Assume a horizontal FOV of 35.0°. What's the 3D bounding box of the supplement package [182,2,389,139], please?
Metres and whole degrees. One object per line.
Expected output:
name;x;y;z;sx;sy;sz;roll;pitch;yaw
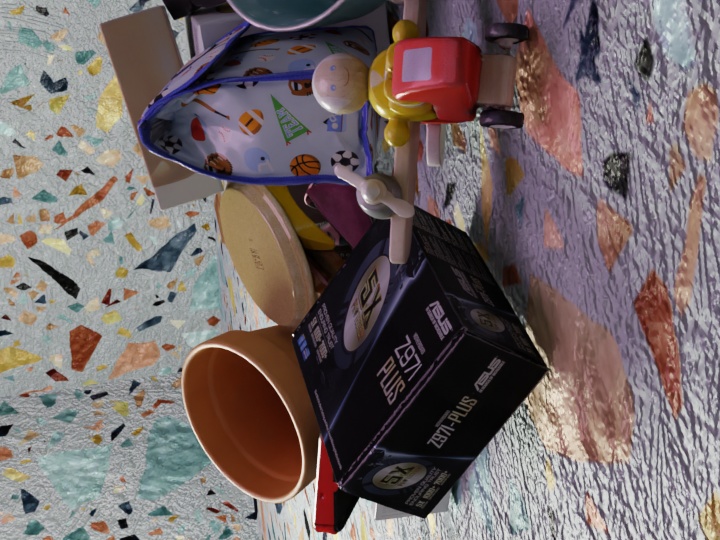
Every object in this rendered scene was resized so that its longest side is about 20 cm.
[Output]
supplement package;-0.079;-0.217;1.212;0.200;0.191;0.147;-126;27;-67

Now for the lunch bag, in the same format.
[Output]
lunch bag;-0.086;-0.153;1.019;0.170;0.200;0.124;-79;-14;-66

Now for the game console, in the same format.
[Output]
game console;-0.005;0.173;1.258;0.200;0.031;0.177;-57;-26;-49

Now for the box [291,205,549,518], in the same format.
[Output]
box;0.038;0.065;0.914;0.164;0.086;0.200;-53;31;21

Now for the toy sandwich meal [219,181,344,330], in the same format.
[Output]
toy sandwich meal;-0.080;-0.021;1.238;0.205;0.070;0.205;46;150;37

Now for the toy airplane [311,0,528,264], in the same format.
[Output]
toy airplane;0.032;-0.137;0.856;0.199;0.141;0.200;102;167;-45

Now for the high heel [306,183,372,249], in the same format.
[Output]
high heel;0.000;0.000;1.212;0.067;0.096;0.200;-169;72;-78

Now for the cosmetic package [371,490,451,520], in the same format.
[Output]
cosmetic package;0.047;0.139;1.108;0.113;0.081;0.200;-106;13;-46

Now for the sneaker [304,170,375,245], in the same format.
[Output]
sneaker;-0.029;-0.111;1.321;0.070;0.082;0.200;96;163;-48

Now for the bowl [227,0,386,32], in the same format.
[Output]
bowl;-0.027;-0.305;1.025;0.201;0.105;0.201;-1;88;37

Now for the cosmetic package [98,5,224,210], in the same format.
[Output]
cosmetic package;-0.209;-0.170;1.206;0.105;0.071;0.200;-144;37;-79

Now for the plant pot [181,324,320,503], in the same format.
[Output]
plant pot;-0.087;0.145;1.309;0.200;0.140;0.200;24;127;36

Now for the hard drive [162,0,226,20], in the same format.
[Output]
hard drive;-0.098;-0.331;1.172;0.140;0.200;0.038;-3;124;47

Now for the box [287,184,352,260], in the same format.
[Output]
box;-0.043;-0.056;1.386;0.075;0.100;0.200;95;163;-44
